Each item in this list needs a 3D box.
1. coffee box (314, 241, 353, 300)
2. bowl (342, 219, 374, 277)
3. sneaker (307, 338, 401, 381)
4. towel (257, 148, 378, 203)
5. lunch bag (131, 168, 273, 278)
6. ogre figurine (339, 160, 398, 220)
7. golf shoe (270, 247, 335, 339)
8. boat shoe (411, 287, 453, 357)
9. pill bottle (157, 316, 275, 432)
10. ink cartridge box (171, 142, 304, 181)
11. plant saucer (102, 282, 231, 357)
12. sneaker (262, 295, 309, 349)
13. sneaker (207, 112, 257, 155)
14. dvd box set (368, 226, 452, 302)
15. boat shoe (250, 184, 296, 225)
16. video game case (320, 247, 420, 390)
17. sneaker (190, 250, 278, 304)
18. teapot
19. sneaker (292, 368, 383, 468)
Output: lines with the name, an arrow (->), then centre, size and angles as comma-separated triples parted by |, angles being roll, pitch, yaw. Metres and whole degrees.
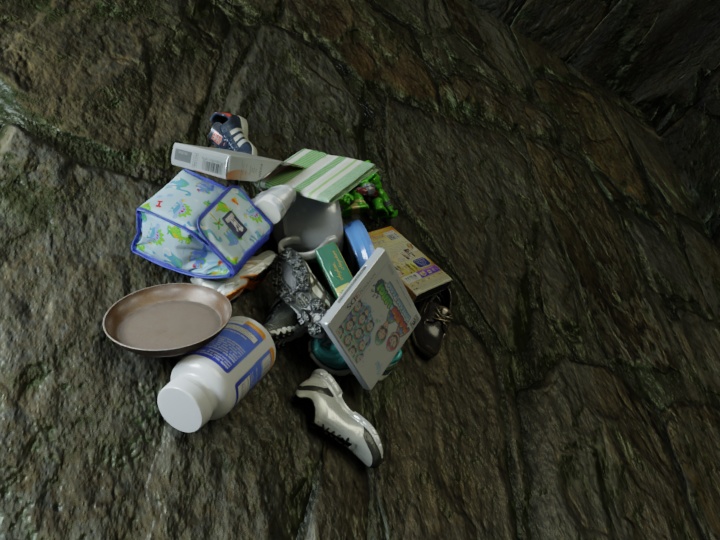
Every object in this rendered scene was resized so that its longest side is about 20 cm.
coffee box -> -0.034, 0.041, 1.476 | 0.044, 0.200, 0.123 | -24, 65, -6
bowl -> 0.000, 0.000, 1.540 | 0.039, 0.201, 0.201 | -15, 59, -10
sneaker -> -0.010, 0.153, 1.466 | 0.200, 0.080, 0.078 | 13, 46, -34
towel -> -0.086, -0.183, 1.490 | 0.200, 0.023, 0.153 | 17, 43, 37
lunch bag -> -0.276, -0.075, 1.372 | 0.200, 0.128, 0.170 | 25, 38, 5
ogre figurine -> 0.007, -0.187, 1.810 | 0.200, 0.098, 0.120 | -1, 66, -30
golf shoe -> -0.096, 0.049, 1.409 | 0.200, 0.078, 0.094 | 60, 12, 26
boat shoe -> 0.160, 0.102, 1.681 | 0.074, 0.073, 0.200 | 30, 38, -17
pill bottle -> -0.229, 0.165, 1.222 | 0.112, 0.112, 0.200 | 44, 36, 1
ink cartridge box -> -0.233, -0.201, 1.473 | 0.162, 0.050, 0.200 | 18, 9, 37
plant saucer -> -0.305, 0.082, 1.229 | 0.200, 0.032, 0.200 | 1, 28, -1
sneaker -> -0.145, 0.091, 1.418 | 0.091, 0.066, 0.200 | 50, 33, 15
sneaker -> -0.279, -0.267, 1.642 | 0.084, 0.075, 0.200 | 16, 34, -34
dvd box set -> 0.089, -0.016, 1.700 | 0.200, 0.029, 0.146 | 42, 35, 21
boat shoe -> -0.182, -0.121, 1.477 | 0.072, 0.200, 0.069 | 48, 63, -7
video game case -> 0.025, 0.090, 1.393 | 0.182, 0.024, 0.200 | -53, 135, -25
sneaker -> -0.230, -0.005, 1.426 | 0.092, 0.076, 0.200 | 42, 35, 6
teapot -> -0.121, -0.098, 1.554 | 0.146, 0.200, 0.198 | -10, 80, -12
sneaker -> -0.042, 0.270, 1.342 | 0.080, 0.074, 0.200 | -32, 73, -38
